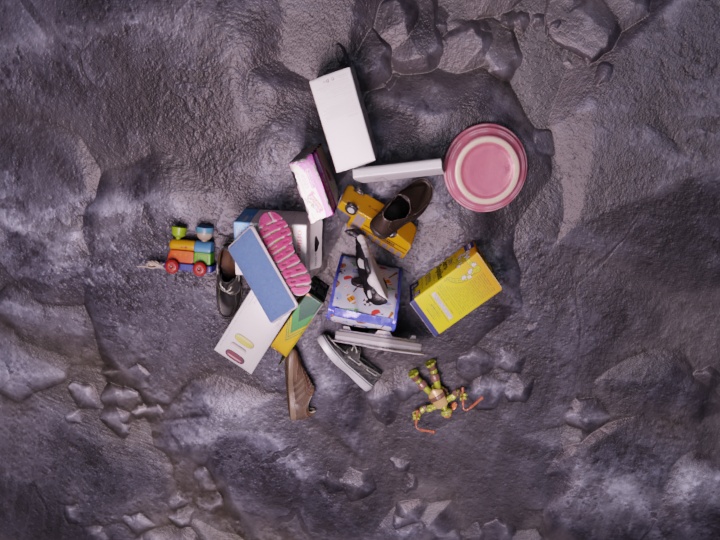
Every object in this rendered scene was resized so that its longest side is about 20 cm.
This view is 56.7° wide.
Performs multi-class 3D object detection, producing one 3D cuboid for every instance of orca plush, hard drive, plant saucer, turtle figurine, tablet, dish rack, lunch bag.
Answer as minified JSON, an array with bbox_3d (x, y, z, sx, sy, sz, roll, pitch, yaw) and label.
[{"bbox_3d":[0.000,0.000,1.499,0.070,0.105,0.204,-28,71,12],"label":"orca plush"},{"bbox_3d":[0.089,-0.223,1.500,0.194,0.132,0.027,-6,93,11],"label":"hard drive"},{"bbox_3d":[0.288,-0.233,1.537,0.194,0.051,0.207,1,107,3],"label":"plant saucer"},{"bbox_3d":[0.202,0.311,1.705,0.197,0.064,0.164,-28,96,20],"label":"turtle figurine"},{"bbox_3d":[-0.216,0.011,1.471,0.129,0.014,0.203,-31,90,49],"label":"tablet"},{"bbox_3d":[0.043,0.166,1.595,0.197,0.169,0.045,2,82,46],"label":"dish rack"},{"bbox_3d":[0.009,0.069,1.567,0.165,0.201,0.127,10,114,-1],"label":"lunch bag"}]

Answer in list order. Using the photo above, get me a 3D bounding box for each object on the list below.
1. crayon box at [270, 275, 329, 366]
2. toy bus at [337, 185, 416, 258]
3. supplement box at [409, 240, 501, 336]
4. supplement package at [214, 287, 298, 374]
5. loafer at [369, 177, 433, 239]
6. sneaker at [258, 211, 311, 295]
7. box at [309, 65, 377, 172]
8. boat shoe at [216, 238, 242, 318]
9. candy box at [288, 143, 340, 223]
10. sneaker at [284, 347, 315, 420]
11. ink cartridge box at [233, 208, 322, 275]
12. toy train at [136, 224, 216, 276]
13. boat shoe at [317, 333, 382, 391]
[{"bbox_3d":[-0.155,0.123,1.635,0.050,0.127,0.202,33,106,-7],"label":"crayon box"},{"bbox_3d":[0.036,-0.115,1.571,0.196,0.066,0.079,29,142,-6],"label":"toy bus"},{"bbox_3d":[0.223,0.042,1.596,0.198,0.109,0.110,-37,102,13],"label":"supplement box"},{"bbox_3d":[-0.245,0.115,1.623,0.109,0.156,0.202,32,106,-7],"label":"supplement package"},{"bbox_3d":[0.105,-0.147,1.517,0.073,0.071,0.200,44,63,2],"label":"loafer"},{"bbox_3d":[-0.172,-0.031,1.486,0.072,0.088,0.204,-27,83,-15],"label":"sneaker"},{"bbox_3d":[-0.034,-0.338,1.486,0.095,0.125,0.205,-15,106,8],"label":"box"},{"bbox_3d":[-0.330,0.027,1.647,0.070,0.068,0.206,12,111,6],"label":"boat shoe"},{"bbox_3d":[-0.099,-0.199,1.493,0.059,0.201,0.140,-18,105,9],"label":"candy box"},{"bbox_3d":[-0.155,0.289,1.729,0.073,0.071,0.206,-6,111,-15],"label":"sneaker"},{"bbox_3d":[-0.189,-0.065,1.579,0.193,0.126,0.133,2,108,3],"label":"ink cartridge box"},{"bbox_3d":[-0.450,-0.056,1.626,0.194,0.085,0.120,5,98,2],"label":"toy train"},{"bbox_3d":[-0.026,0.218,1.695,0.071,0.072,0.200,-44,110,6],"label":"boat shoe"}]
